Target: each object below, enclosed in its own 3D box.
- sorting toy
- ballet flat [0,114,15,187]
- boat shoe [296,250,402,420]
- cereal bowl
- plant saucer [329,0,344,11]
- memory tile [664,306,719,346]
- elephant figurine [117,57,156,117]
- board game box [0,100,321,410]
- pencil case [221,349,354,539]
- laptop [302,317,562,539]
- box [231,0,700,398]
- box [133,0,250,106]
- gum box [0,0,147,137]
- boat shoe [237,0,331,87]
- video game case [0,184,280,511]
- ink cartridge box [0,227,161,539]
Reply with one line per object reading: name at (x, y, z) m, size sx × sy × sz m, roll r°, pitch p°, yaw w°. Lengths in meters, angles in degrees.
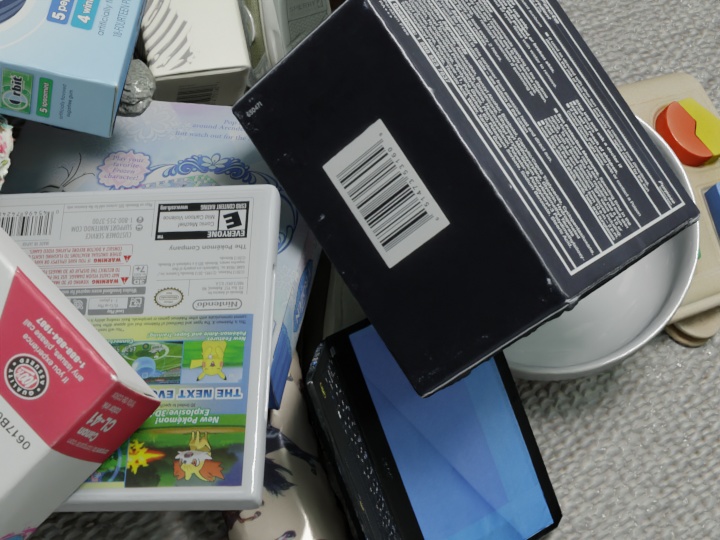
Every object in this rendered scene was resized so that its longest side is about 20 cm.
sorting toy at (0.237, -0.064, 1.197) m, size 0.185 × 0.036 × 0.200 m, roll -17°, pitch 67°, yaw -35°
ballet flat at (-0.264, -0.086, 0.902) m, size 0.076 × 0.064 × 0.200 m, roll -14°, pitch 34°, yaw -35°
boat shoe at (-0.003, -0.001, 1.002) m, size 0.072 × 0.060 × 0.202 m, roll 21°, pitch 65°, yaw -28°
cereal bowl at (0.123, -0.020, 1.073) m, size 0.200 × 0.083 × 0.200 m, roll 0°, pitch 78°, yaw 0°
plant saucer at (-0.093, -0.248, 1.174) m, size 0.200 × 0.032 × 0.200 m, roll 13°, pitch 54°, yaw -19°
memory tile at (0.244, -0.042, 1.220) m, size 0.153 × 0.017 × 0.200 m, roll -16°, pitch 67°, yaw -35°
elephant figurine at (-0.220, -0.158, 0.971) m, size 0.141 × 0.155 × 0.200 m, roll 33°, pitch 36°, yaw -33°
board game box at (-0.124, -0.017, 0.935) m, size 0.200 × 0.043 × 0.199 m, roll 5°, pitch 51°, yaw 11°
pencil case at (-0.046, 0.132, 0.908) m, size 0.078 × 0.089 × 0.200 m, roll -21°, pitch 66°, yaw -2°
laptop at (0.049, 0.110, 0.910) m, size 0.103 × 0.200 × 0.177 m, roll -21°, pitch 96°, yaw 5°
box at (0.067, -0.061, 0.921) m, size 0.200 × 0.123 × 0.198 m, roll 57°, pitch 36°, yaw 5°
box at (-0.127, -0.207, 1.060) m, size 0.068 × 0.082 × 0.200 m, roll -9°, pitch 74°, yaw -14°
gum box at (-0.219, -0.168, 0.880) m, size 0.200 × 0.045 × 0.170 m, roll 12°, pitch 50°, yaw -6°
boat shoe at (-0.067, -0.223, 1.074) m, size 0.074 × 0.065 × 0.202 m, roll -24°, pitch 109°, yaw -49°
video game case at (-0.146, 0.040, 0.848) m, size 0.200 × 0.022 × 0.183 m, roll -2°, pitch 63°, yaw 7°
ink cartridge box at (-0.222, 0.079, 0.773) m, size 0.200 × 0.086 × 0.148 m, roll -45°, pitch 77°, yaw -4°
